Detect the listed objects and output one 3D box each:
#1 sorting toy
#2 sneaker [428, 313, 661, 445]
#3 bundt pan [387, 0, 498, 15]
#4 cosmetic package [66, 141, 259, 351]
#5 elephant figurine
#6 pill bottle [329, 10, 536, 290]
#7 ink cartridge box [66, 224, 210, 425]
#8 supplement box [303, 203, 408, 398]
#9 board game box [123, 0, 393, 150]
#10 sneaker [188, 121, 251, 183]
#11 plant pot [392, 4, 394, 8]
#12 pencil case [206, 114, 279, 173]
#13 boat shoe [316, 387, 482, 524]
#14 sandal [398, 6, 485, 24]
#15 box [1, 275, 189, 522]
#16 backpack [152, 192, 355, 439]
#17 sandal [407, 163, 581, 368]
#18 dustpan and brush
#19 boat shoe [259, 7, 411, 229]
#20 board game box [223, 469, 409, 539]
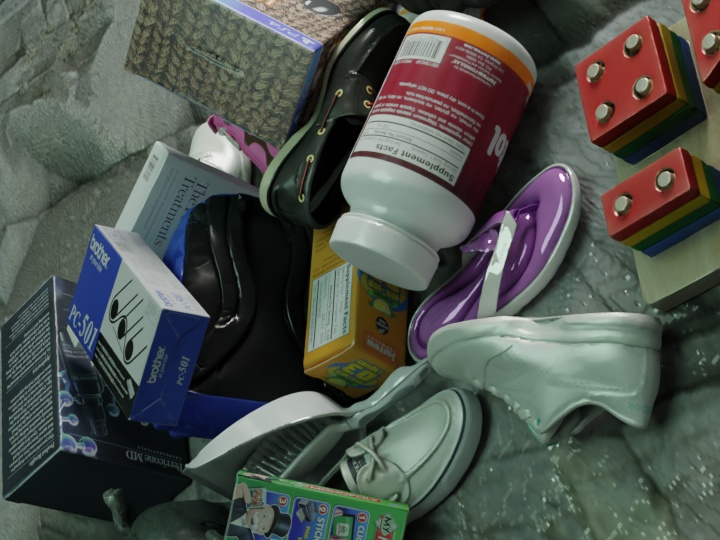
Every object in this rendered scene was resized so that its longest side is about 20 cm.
[{"bbox_3d":[0.241,-0.109,0.965,0.198,0.069,0.202,-33,49,38],"label":"sorting toy"},{"bbox_3d":[0.123,0.079,1.016,0.199,0.075,0.089,-7,80,48],"label":"sneaker"},{"bbox_3d":[0.083,-0.294,1.203,0.200,0.076,0.203,-13,54,19],"label":"bundt pan"},{"bbox_3d":[-0.163,0.002,1.342,0.201,0.150,0.052,-63,29,8],"label":"cosmetic package"},{"bbox_3d":[-0.108,0.266,1.149,0.200,0.154,0.143,-146,53,-63],"label":"elephant figurine"},{"bbox_3d":[0.054,-0.092,1.128,0.113,0.113,0.201,9,70,52],"label":"pill bottle"},{"bbox_3d":[-0.186,0.040,1.173,0.200,0.044,0.095,39,114,58],"label":"ink cartridge box"},{"bbox_3d":[0.000,0.000,1.197,0.069,0.066,0.202,-25,49,39],"label":"supplement box"},{"bbox_3d":[-0.082,-0.214,1.253,0.200,0.158,0.097,-50,-15,-56],"label":"board game box"},{"bbox_3d":[-0.162,-0.074,1.431,0.075,0.088,0.202,-34,49,38],"label":"sneaker"},{"bbox_3d":[-0.047,-0.303,1.394,0.200,0.092,0.203,-25,54,41],"label":"plant pot"},{"bbox_3d":[-0.072,-0.126,1.347,0.093,0.091,0.200,-32,37,-10],"label":"pencil case"},{"bbox_3d":[0.013,0.160,1.121,0.200,0.065,0.072,-44,43,29],"label":"boat shoe"},{"bbox_3d":[0.058,-0.185,1.234,0.079,0.059,0.209,-15,61,46],"label":"sandal"},{"bbox_3d":[-0.264,0.130,1.411,0.107,0.148,0.201,-39,47,34],"label":"box"},{"bbox_3d":[-0.110,0.043,1.251,0.168,0.161,0.202,-41,44,54],"label":"backpack"},{"bbox_3d":[0.096,0.001,1.106,0.203,0.050,0.083,-52,40,24],"label":"sandal"},{"bbox_3d":[-0.027,0.127,1.137,0.200,0.140,0.057,-45,53,2],"label":"dustpan and brush"},{"bbox_3d":[-0.007,-0.124,1.184,0.063,0.074,0.202,21,76,39],"label":"boat shoe"},{"bbox_3d":[-0.047,0.263,1.081,0.029,0.133,0.202,-132,54,-89],"label":"board game box"}]
